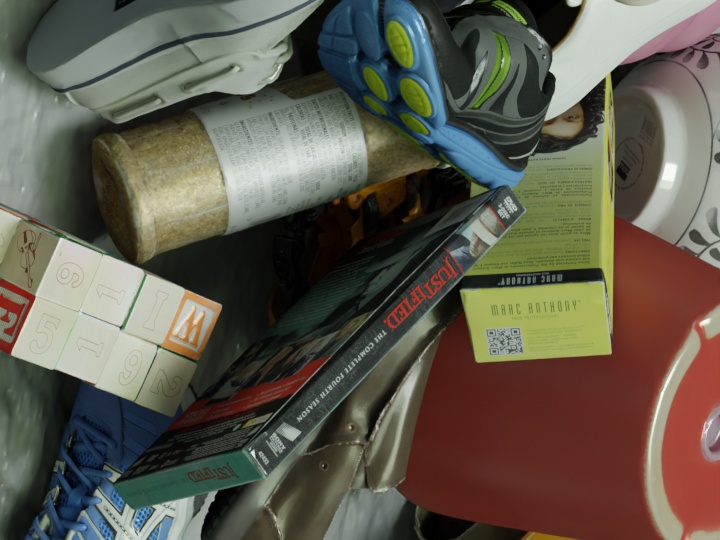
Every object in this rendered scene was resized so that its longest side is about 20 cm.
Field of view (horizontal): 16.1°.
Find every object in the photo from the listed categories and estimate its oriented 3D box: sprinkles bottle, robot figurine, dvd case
[{"bbox_3d":[-0.033,-0.063,1.277,0.199,0.068,0.069,-18,122,-19],"label":"sprinkles bottle"},{"bbox_3d":[0.000,0.000,1.394,0.145,0.058,0.201,-26,126,-38],"label":"robot figurine"},{"bbox_3d":[-0.021,0.038,1.235,0.022,0.146,0.200,50,59,-12],"label":"dvd case"}]

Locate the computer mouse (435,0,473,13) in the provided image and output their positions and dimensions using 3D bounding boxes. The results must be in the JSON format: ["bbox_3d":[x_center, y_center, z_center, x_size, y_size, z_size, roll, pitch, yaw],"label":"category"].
[{"bbox_3d":[0.064,-0.203,1.345,0.200,0.138,0.053,-51,174,-7],"label":"computer mouse"}]

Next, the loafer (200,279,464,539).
[{"bbox_3d":[-0.001,0.078,1.321,0.071,0.073,0.200,36,100,-10],"label":"loafer"}]

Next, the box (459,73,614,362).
[{"bbox_3d":[0.095,-0.037,1.326,0.201,0.075,0.050,-84,167,-50],"label":"box"}]

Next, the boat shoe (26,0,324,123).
[{"bbox_3d":[-0.064,-0.115,1.172,0.070,0.199,0.071,39,45,-35],"label":"boat shoe"}]

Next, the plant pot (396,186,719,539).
[{"bbox_3d":[0.130,0.062,1.373,0.200,0.177,0.202,-18,116,-42],"label":"plant pot"}]

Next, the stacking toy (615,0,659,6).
[{"bbox_3d":[0.101,-0.234,1.188,0.146,0.146,0.201,7,99,-48],"label":"stacking toy"}]

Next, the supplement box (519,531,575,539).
[{"bbox_3d":[0.153,0.262,1.521,0.133,0.197,0.200,-40,162,-27],"label":"supplement box"}]

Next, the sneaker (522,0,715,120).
[{"bbox_3d":[0.137,-0.162,1.298,0.200,0.073,0.085,-46,149,5],"label":"sneaker"}]

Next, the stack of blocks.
[{"bbox_3d":[-0.173,-0.002,1.164,0.200,0.115,0.059,26,88,-49],"label":"stack of blocks"}]

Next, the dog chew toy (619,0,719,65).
[{"bbox_3d":[0.163,-0.179,1.449,0.199,0.124,0.125,-6,112,-55],"label":"dog chew toy"}]

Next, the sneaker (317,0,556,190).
[{"bbox_3d":[0.041,-0.100,1.188,0.083,0.071,0.199,-60,154,-2],"label":"sneaker"}]

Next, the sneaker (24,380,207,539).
[{"bbox_3d":[-0.128,0.124,1.299,0.077,0.075,0.201,-18,119,-46],"label":"sneaker"}]

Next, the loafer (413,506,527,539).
[{"bbox_3d":[0.094,0.097,1.526,0.068,0.075,0.201,21,92,-56],"label":"loafer"}]

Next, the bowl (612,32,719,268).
[{"bbox_3d":[0.186,-0.056,1.486,0.094,0.200,0.202,10,101,-31],"label":"bowl"}]
